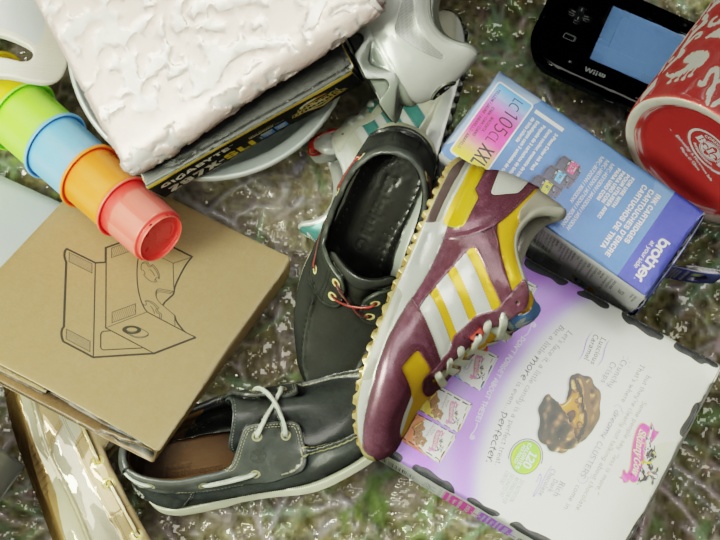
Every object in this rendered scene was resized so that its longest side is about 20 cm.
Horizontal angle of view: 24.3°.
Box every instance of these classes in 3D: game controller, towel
[{"bbox_3d":[0.221,-0.145,1.208,0.199,0.042,0.105,24,44,5],"label":"game controller"},{"bbox_3d":[-0.109,-0.190,1.062,0.199,0.032,0.192,-32,79,15],"label":"towel"}]

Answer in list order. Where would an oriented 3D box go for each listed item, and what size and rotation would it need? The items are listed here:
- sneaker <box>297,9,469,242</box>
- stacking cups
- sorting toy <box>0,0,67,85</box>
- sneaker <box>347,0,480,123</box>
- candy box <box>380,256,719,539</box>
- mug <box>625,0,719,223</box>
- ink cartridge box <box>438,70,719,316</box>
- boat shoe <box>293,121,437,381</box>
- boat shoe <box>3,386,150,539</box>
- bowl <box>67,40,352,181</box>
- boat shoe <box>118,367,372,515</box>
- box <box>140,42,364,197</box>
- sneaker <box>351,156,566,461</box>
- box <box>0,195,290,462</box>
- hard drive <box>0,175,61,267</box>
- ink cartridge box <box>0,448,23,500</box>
[{"bbox_3d":[0.014,-0.101,1.191,0.093,0.070,0.201,17,81,-2],"label":"sneaker"},{"bbox_3d":[-0.197,-0.079,1.159,0.200,0.061,0.061,37,79,26],"label":"stacking cups"},{"bbox_3d":[-0.280,-0.196,1.175,0.199,0.107,0.181,-12,65,-3],"label":"sorting toy"},{"bbox_3d":[0.010,-0.205,1.092,0.088,0.074,0.201,-29,94,11],"label":"sneaker"},{"bbox_3d":[0.119,0.094,1.150,0.199,0.072,0.168,30,78,6],"label":"candy box"},{"bbox_3d":[0.292,-0.125,1.116,0.177,0.134,0.200,34,62,17],"label":"mug"},{"bbox_3d":[0.153,-0.037,1.146,0.200,0.136,0.076,37,85,7],"label":"ink cartridge box"},{"bbox_3d":[-0.003,-0.001,1.134,0.073,0.063,0.202,20,111,2],"label":"boat shoe"},{"bbox_3d":[-0.193,0.124,1.144,0.069,0.074,0.201,-17,76,-20],"label":"boat shoe"},{"bbox_3d":[-0.105,-0.151,1.191,0.200,0.090,0.202,0,78,-1],"label":"bowl"},{"bbox_3d":[-0.060,0.107,1.095,0.199,0.068,0.072,-18,55,9],"label":"boat shoe"},{"bbox_3d":[-0.111,-0.175,1.110,0.159,0.049,0.201,-28,80,6],"label":"box"},{"bbox_3d":[0.062,0.032,1.044,0.090,0.075,0.201,20,85,9],"label":"sneaker"},{"bbox_3d":[-0.159,0.022,1.125,0.163,0.021,0.200,26,45,9],"label":"box"},{"bbox_3d":[-0.263,-0.012,1.159,0.199,0.027,0.132,24,45,4],"label":"hard drive"},{"bbox_3d":[-0.349,0.128,1.096,0.199,0.145,0.145,32,79,6],"label":"ink cartridge box"}]
